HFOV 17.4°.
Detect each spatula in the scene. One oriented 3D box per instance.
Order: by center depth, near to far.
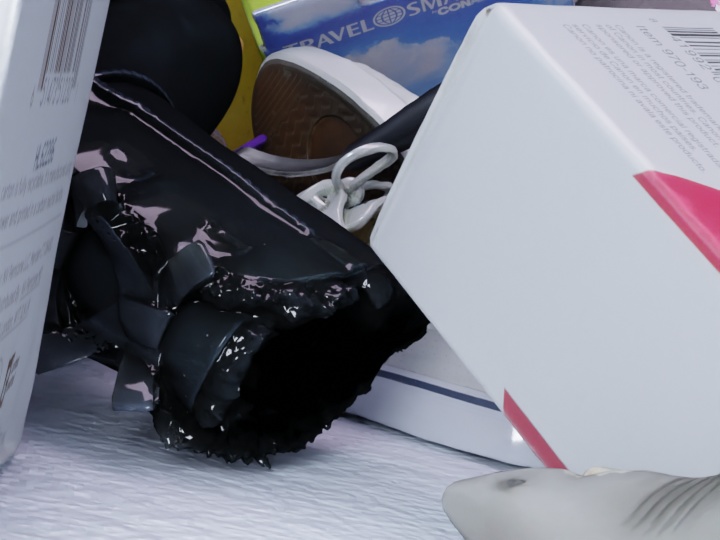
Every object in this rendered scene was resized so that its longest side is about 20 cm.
[{"bbox_3d":[-0.015,-0.040,0.799,0.200,0.021,0.057,-17,15,44],"label":"spatula"}]

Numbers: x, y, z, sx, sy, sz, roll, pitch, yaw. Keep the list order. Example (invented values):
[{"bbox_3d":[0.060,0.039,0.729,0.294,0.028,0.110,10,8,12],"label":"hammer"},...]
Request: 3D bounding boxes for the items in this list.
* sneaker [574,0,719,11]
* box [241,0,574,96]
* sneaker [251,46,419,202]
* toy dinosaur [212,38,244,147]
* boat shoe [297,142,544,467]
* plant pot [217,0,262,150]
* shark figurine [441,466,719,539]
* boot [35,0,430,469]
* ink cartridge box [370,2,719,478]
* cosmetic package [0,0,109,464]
[{"bbox_3d":[0.158,-0.067,0.991,0.200,0.080,0.086,37,-27,27],"label":"sneaker"},{"bbox_3d":[0.027,-0.081,0.931,0.122,0.048,0.200,-20,-29,0],"label":"box"},{"bbox_3d":[0.045,-0.014,0.833,0.085,0.073,0.200,-20,53,-43],"label":"sneaker"},{"bbox_3d":[-0.086,-0.071,0.810,0.060,0.106,0.200,22,0,34],"label":"toy dinosaur"},{"bbox_3d":[-0.002,0.000,0.767,0.202,0.086,0.075,16,7,33],"label":"boat shoe"},{"bbox_3d":[-0.143,-0.083,0.933,0.142,0.200,0.200,-11,-8,34],"label":"plant pot"},{"bbox_3d":[0.098,0.048,0.441,0.128,0.215,0.090,39,50,2],"label":"shark figurine"},{"bbox_3d":[-0.049,-0.022,0.694,0.162,0.073,0.198,33,23,21],"label":"boot"},{"bbox_3d":[0.128,0.003,0.623,0.200,0.083,0.145,-3,42,-39],"label":"ink cartridge box"},{"bbox_3d":[-0.165,-0.046,0.507,0.200,0.167,0.167,12,5,-1],"label":"cosmetic package"}]
